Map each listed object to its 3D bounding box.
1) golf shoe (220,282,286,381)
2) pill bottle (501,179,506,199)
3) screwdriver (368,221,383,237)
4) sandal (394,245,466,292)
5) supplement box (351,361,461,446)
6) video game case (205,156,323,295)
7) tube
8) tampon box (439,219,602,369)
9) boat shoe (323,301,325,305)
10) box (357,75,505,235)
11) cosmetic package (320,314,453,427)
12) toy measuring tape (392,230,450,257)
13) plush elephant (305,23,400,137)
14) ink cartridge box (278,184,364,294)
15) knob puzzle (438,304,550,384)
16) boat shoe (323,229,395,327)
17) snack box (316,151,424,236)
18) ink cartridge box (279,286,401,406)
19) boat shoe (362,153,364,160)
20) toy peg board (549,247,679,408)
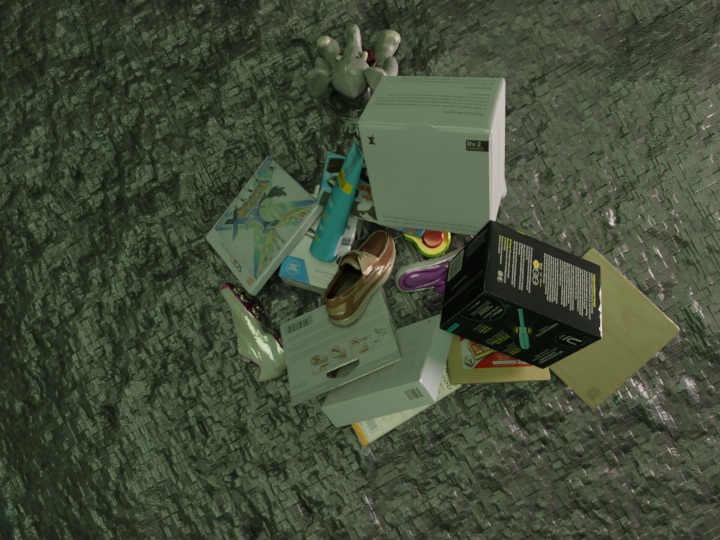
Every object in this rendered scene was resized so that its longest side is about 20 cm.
[{"bbox_3d":[-0.207,0.116,1.057,0.091,0.075,0.201,-40,85,4],"label":"golf shoe"},{"bbox_3d":[0.195,-0.221,1.027,0.108,0.111,0.205,-10,87,3],"label":"pill bottle"},{"bbox_3d":[0.039,-0.152,1.075,0.027,0.029,0.206,7,89,4],"label":"screwdriver"},{"bbox_3d":[0.162,0.010,1.032,0.198,0.083,0.050,-16,45,8],"label":"sandal"},{"bbox_3d":[0.075,0.216,1.008,0.197,0.126,0.075,-32,84,1],"label":"supplement box"},{"bbox_3d":[-0.181,-0.086,1.039,0.201,0.022,0.182,-50,55,5],"label":"video game case"},{"bbox_3d":[-0.032,-0.109,0.923,0.049,0.078,0.203,8,123,-22],"label":"tube"},{"bbox_3d":[0.246,0.043,0.881,0.196,0.150,0.129,21,58,-11],"label":"tampon box"},{"bbox_3d":[0.022,0.093,1.044,0.195,0.074,0.069,20,82,20],"label":"boat shoe"},{"bbox_3d":[0.118,-0.176,0.878,0.194,0.202,0.132,9,50,20],"label":"box"},{"bbox_3d":[0.045,0.162,0.917,0.197,0.152,0.052,-24,116,35],"label":"cosmetic package"},{"bbox_3d":[0.098,-0.043,1.048,0.196,0.074,0.075,-24,86,4],"label":"toy measuring tape"},{"bbox_3d":[-0.012,-0.360,1.022,0.160,0.155,0.206,3,87,4],"label":"plush elephant"},{"bbox_3d":[-0.064,-0.065,1.037,0.113,0.067,0.205,14,78,9],"label":"ink cartridge box"},{"bbox_3d":[0.222,0.092,0.977,0.214,0.031,0.225,2,69,-6],"label":"knob puzzle"},{"bbox_3d":[0.000,0.000,0.967,0.074,0.072,0.202,5,51,33],"label":"boat shoe"},{"bbox_3d":[0.025,-0.137,1.014,0.195,0.037,0.118,16,44,-10],"label":"snack box"},{"bbox_3d":[-0.033,0.127,0.953,0.196,0.044,0.176,-24,45,7],"label":"ink cartridge box"},{"bbox_3d":[0.089,-0.208,1.014,0.196,0.069,0.068,-12,90,34],"label":"boat shoe"},{"bbox_3d":[0.411,0.096,1.020,0.200,0.098,0.200,43,106,6],"label":"toy peg board"}]
